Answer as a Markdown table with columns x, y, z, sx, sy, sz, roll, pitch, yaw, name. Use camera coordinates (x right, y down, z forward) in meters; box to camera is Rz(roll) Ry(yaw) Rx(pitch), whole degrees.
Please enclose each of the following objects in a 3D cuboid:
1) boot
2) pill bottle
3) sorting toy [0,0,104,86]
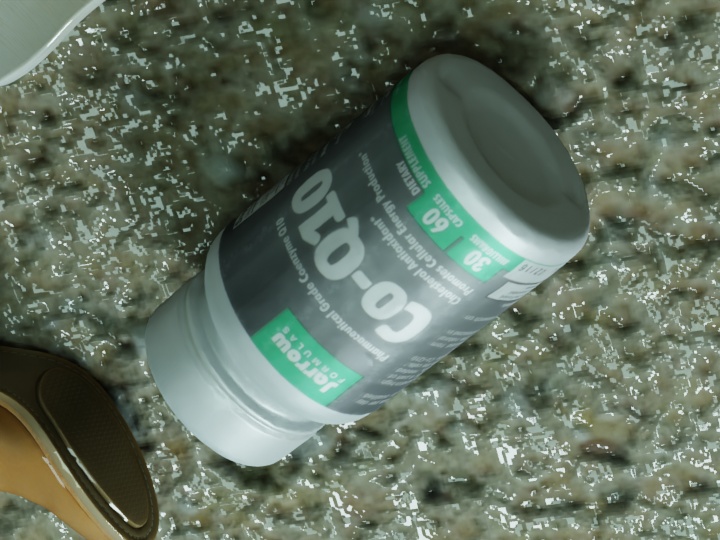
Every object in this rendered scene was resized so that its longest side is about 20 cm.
| x | y | z | sx | sy | sz | roll | pitch | yaw | name |
| --- | --- | --- | --- | --- | --- | --- | --- | --- | --- |
| -0.213 | 0.098 | 1.389 | 0.200 | 0.077 | 0.155 | 44 | 116 | -13 | boot |
| 0.000 | 0.000 | 1.272 | 0.113 | 0.113 | 0.200 | 42 | 119 | -16 | pill bottle |
| -0.168 | -0.175 | 1.183 | 0.200 | 0.107 | 0.180 | 31 | 115 | -10 | sorting toy |
